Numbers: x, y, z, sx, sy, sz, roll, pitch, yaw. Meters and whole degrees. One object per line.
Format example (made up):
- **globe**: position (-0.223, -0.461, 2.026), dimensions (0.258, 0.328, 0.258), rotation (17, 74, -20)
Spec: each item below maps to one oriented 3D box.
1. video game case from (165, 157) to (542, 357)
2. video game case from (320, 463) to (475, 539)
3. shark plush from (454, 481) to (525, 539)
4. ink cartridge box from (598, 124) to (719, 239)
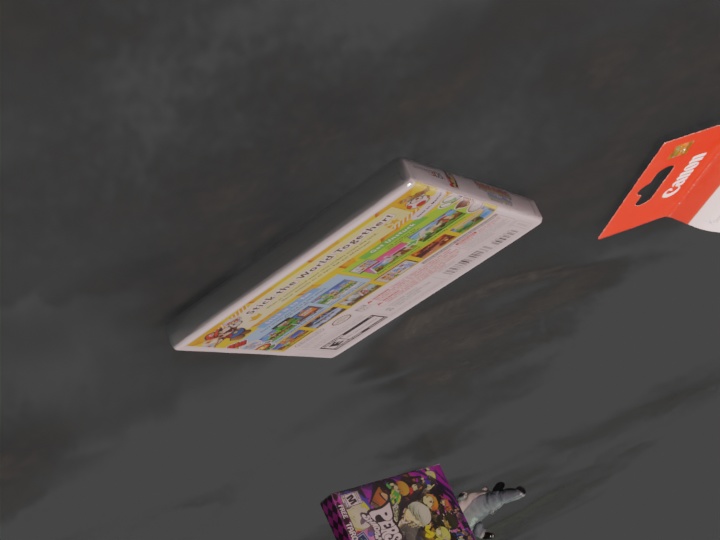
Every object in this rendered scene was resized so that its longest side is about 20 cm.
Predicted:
- **video game case**: position (0.000, 0.000, 0.795), dimensions (0.200, 0.023, 0.182), rotation (-34, 158, 26)
- **video game case**: position (0.066, 0.349, 1.477), dimensions (0.181, 0.200, 0.036), rotation (-7, 152, -38)
- **shark plush**: position (0.182, 0.379, 1.850), dimensions (0.200, 0.083, 0.091), rotation (-34, 158, 23)
- **ink cartridge box**: position (0.301, -0.071, 0.925), dimensions (0.200, 0.057, 0.163), rotation (-24, 161, -17)
